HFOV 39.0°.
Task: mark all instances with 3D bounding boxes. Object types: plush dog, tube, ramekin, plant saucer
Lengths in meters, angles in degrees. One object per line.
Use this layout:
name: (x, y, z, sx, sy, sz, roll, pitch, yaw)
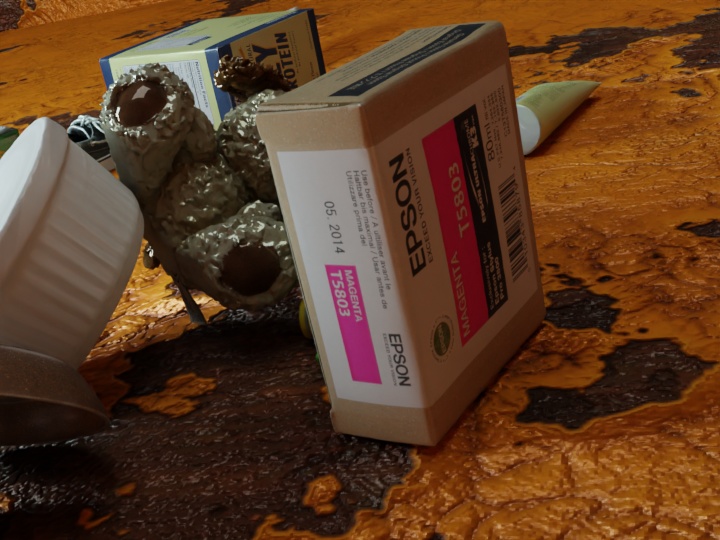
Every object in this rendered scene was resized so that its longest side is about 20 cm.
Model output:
plush dog: (-0.090, -0.069, 0.788, 0.171, 0.201, 0.161, -34, -7, -24)
tube: (0.194, -0.171, 1.065, 0.058, 0.052, 0.200, 38, 34, 6)
ramekin: (-0.232, 0.003, 0.710, 0.202, 0.094, 0.204, -40, 32, 31)
plant saucer: (-0.243, 0.071, 0.578, 0.197, 0.035, 0.201, -3, -17, -1)

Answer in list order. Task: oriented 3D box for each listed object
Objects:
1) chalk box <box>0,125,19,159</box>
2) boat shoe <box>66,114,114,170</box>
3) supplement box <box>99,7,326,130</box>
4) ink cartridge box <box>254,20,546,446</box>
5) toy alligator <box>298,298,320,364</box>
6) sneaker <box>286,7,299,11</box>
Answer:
chalk box: (-0.436, -0.055, 1.018, 0.123, 0.126, 0.199, 12, 34, 43)
boat shoe: (-0.342, -0.160, 1.281, 0.073, 0.069, 0.199, 4, 28, 34)
supplement box: (-0.176, -0.232, 1.274, 0.197, 0.136, 0.200, 4, 27, 34)
ink cartridge box: (0.035, -0.026, 0.600, 0.074, 0.203, 0.164, 3, 27, 34)
toy alligator: (0.000, 0.000, 0.748, 0.058, 0.055, 0.200, -3, 24, 20)
sneaker: (-0.143, -0.368, 1.638, 0.098, 0.079, 0.200, -9, 22, 16)
